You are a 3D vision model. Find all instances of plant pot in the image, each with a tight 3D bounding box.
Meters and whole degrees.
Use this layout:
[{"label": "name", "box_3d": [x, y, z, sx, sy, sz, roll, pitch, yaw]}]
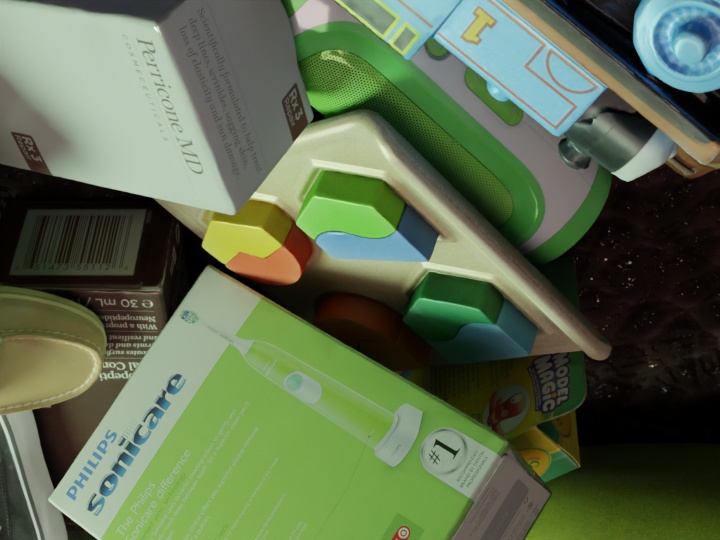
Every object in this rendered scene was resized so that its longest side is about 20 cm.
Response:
[{"label": "plant pot", "box_3d": [0.159, 0.185, 0.878, 0.191, 0.201, 0.202, 9, 134, 11]}]

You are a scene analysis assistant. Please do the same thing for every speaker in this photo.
[{"label": "speaker", "box_3d": [0.028, -0.085, 0.689, 0.088, 0.089, 0.200, -34, 123, 30]}]

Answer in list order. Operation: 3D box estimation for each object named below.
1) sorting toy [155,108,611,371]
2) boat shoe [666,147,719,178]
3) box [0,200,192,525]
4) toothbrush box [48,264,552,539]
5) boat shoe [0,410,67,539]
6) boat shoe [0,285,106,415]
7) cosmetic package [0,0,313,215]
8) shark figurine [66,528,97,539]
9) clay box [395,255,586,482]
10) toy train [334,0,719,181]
[{"label": "sorting toy", "box_3d": [0.000, 0.000, 0.740, 0.199, 0.037, 0.185, -5, 142, 49]}, {"label": "boat shoe", "box_3d": [0.114, -0.102, 0.677, 0.199, 0.076, 0.072, 34, 128, -24]}, {"label": "box", "box_3d": [-0.143, 0.057, 0.841, 0.099, 0.075, 0.201, 0, 135, 4]}, {"label": "toothbrush box", "box_3d": [-0.031, 0.111, 0.736, 0.199, 0.146, 0.086, 28, 169, 30]}, {"label": "boat shoe", "box_3d": [-0.218, 0.096, 0.805, 0.070, 0.066, 0.201, 26, 138, 36]}, {"label": "boat shoe", "box_3d": [-0.205, 0.053, 0.699, 0.199, 0.065, 0.073, 1, 124, -38]}, {"label": "cosmetic package", "box_3d": [-0.128, -0.098, 0.642, 0.199, 0.074, 0.102, 14, 141, 32]}, {"label": "shark figurine", "box_3d": [-0.148, 0.182, 0.911, 0.089, 0.214, 0.129, 25, 101, 8]}, {"label": "clay box", "box_3d": [0.047, 0.081, 0.822, 0.199, 0.116, 0.048, -28, 127, 27]}, {"label": "toy train", "box_3d": [0.072, -0.116, 0.576, 0.199, 0.087, 0.114, 38, 131, -7]}]
